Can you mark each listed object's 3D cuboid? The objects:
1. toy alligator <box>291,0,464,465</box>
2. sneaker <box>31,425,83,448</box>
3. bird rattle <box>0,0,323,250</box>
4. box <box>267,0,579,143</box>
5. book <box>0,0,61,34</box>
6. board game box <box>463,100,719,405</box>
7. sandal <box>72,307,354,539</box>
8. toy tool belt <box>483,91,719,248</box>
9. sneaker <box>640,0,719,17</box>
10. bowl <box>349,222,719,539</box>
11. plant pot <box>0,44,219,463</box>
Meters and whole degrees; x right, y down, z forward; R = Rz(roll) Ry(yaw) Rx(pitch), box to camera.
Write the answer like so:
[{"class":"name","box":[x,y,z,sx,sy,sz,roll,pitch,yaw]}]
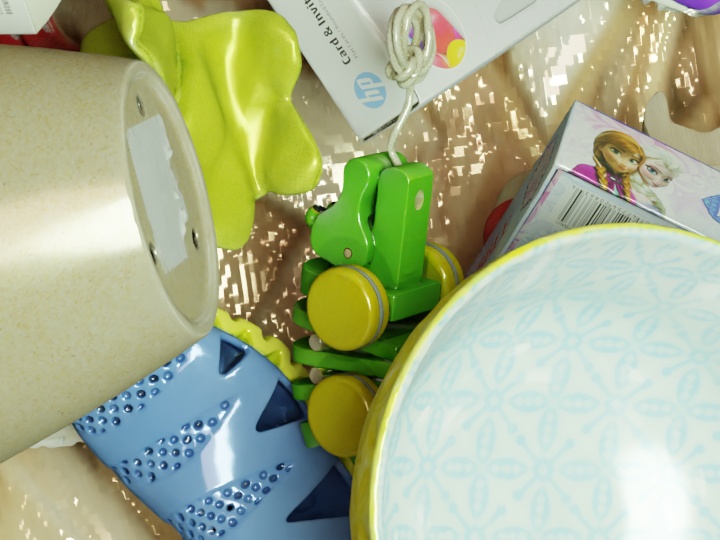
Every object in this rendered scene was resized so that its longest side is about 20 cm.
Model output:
[{"class":"toy alligator","box":[0.000,0.000,1.088,0.054,0.059,0.200,9,105,35]},{"class":"sneaker","box":[-0.167,0.024,1.147,0.200,0.081,0.075,9,84,-8]},{"class":"bird rattle","box":[-0.118,-0.072,1.113,0.163,0.200,0.113,-51,137,2]},{"class":"box","box":[0.000,-0.167,1.157,0.200,0.041,0.156,55,43,-1]},{"class":"book","box":[-0.184,-0.132,1.088,0.200,0.134,0.048,1,130,21]},{"class":"board game box","box":[0.124,0.054,1.135,0.200,0.200,0.041,26,44,-6]},{"class":"sandal","box":[-0.038,0.089,1.126,0.200,0.087,0.079,41,123,-19]},{"class":"toy tool belt","box":[0.148,-0.008,1.186,0.200,0.125,0.123,28,45,-8]},{"class":"sneaker","box":[0.113,-0.199,1.175,0.070,0.099,0.200,-27,89,-48]},{"class":"bowl","box":[0.076,0.086,1.051,0.200,0.108,0.201,2,86,-21]},{"class":"plant pot","box":[-0.155,-0.002,0.987,0.200,0.187,0.188,-13,88,13]}]
